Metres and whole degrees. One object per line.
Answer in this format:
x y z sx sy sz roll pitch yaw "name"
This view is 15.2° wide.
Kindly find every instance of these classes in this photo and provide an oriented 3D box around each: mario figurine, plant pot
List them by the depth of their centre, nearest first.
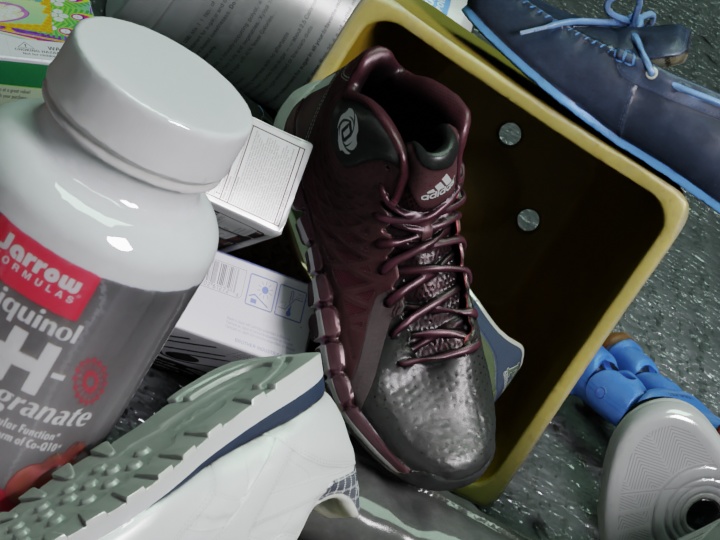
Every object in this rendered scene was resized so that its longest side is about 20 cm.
0.049 -0.029 1.438 0.195 0.195 0.200 33 15 0 "plant pot"
0.170 0.114 1.480 0.123 0.106 0.200 -25 41 -23 "mario figurine"

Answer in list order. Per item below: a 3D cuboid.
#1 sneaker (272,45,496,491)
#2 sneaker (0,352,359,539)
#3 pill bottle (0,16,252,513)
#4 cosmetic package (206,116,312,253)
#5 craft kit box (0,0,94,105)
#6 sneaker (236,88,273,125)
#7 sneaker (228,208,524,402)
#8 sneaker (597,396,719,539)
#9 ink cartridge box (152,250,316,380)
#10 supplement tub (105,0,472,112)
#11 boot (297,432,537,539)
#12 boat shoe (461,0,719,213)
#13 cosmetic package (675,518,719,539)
0.022 -0.007 1.191 0.075 0.116 0.201 -16 78 -27 "sneaker"
-0.076 0.106 1.077 0.200 0.081 0.076 -30 20 -35 "sneaker"
-0.126 0.001 1.096 0.110 0.200 0.111 27 23 -12 "pill bottle"
-0.105 -0.039 1.265 0.082 0.051 0.200 26 -17 -20 "cosmetic package"
-0.239 -0.139 1.374 0.199 0.049 0.198 4 27 -18 "craft kit box"
-0.096 -0.067 1.463 0.078 0.070 0.200 30 20 10 "sneaker"
0.000 0.000 1.317 0.090 0.067 0.200 -19 57 -39 "sneaker"
0.148 0.130 1.295 0.112 0.073 0.200 -112 -177 -63 "sneaker"
-0.128 0.001 1.238 0.200 0.044 0.094 21 -16 -28 "ink cartridge box"
-0.042 -0.166 1.667 0.200 0.132 0.132 27 22 -17 "supplement tub"
0.023 0.129 1.210 0.200 0.073 0.182 36 7 -12 "boot"
0.146 -0.094 1.342 0.200 0.069 0.084 34 10 1 "boat shoe"
0.184 0.206 1.147 0.200 0.090 0.107 61 22 3 "cosmetic package"
